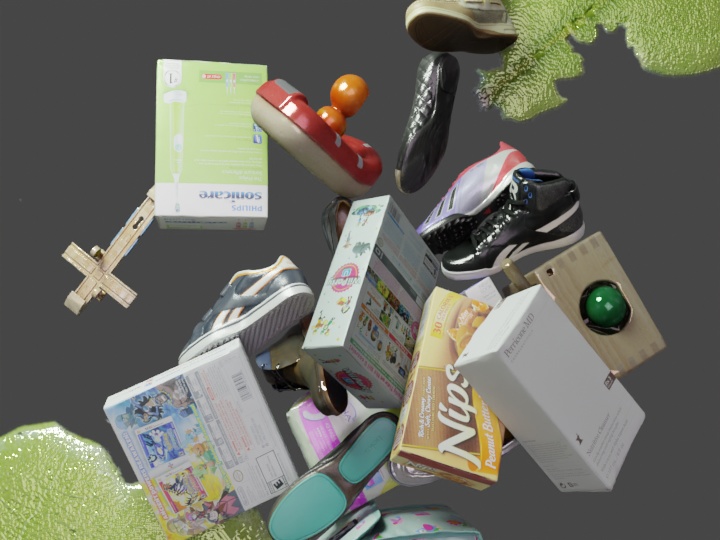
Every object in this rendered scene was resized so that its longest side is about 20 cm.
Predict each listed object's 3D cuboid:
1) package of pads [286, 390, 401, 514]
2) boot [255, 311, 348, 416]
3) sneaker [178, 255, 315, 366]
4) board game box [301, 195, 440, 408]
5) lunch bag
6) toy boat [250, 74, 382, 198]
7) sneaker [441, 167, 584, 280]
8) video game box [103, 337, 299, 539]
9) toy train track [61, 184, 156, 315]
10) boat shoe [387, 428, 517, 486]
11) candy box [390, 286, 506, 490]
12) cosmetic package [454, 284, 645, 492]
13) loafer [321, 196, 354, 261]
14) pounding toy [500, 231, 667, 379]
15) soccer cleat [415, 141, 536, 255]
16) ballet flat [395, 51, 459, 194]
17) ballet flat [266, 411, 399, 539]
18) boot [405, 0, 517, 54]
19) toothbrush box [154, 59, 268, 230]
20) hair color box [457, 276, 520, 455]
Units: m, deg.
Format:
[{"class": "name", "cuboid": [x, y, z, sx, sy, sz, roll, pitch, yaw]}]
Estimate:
[{"class": "package of pads", "cuboid": [0.017, 0.198, 0.998, 0.197, 0.068, 0.157, -26, 85, -6]}, {"class": "boot", "cuboid": [-0.075, 0.133, 0.953, 0.096, 0.201, 0.076, -29, 114, 3]}, {"class": "sneaker", "cuboid": [-0.154, 0.059, 1.005, 0.197, 0.079, 0.080, -32, 57, 4]}, {"class": "board game box", "cuboid": [0.021, 0.039, 0.926, 0.063, 0.148, 0.204, -6, 53, 34]}, {"class": "lunch bag", "cuboid": [0.033, 0.345, 0.925, 0.194, 0.170, 0.125, 1, 83, -5]}, {"class": "toy boat", "cuboid": [-0.036, -0.187, 0.984, 0.132, 0.199, 0.130, -50, 51, 3]}, {"class": "sneaker", "cuboid": [0.187, -0.070, 1.006, 0.196, 0.074, 0.114, -20, 122, 1]}, {"class": "video game box", "cuboid": [-0.193, 0.214, 0.967, 0.179, 0.047, 0.204, -23, 104, -8]}, {"class": "toy train track", "cuboid": [-0.323, -0.030, 1.031, 0.114, 0.033, 0.202, 36, 81, 3]}, {"class": "boat shoe", "cuboid": [0.125, 0.205, 0.935, 0.196, 0.070, 0.073, -19, 89, -7]}, {"class": "candy box", "cuboid": [0.113, 0.133, 0.895, 0.113, 0.056, 0.204, 17, 64, -3]}, {"class": "cosmetic package", "cuboid": [0.209, 0.131, 0.855, 0.201, 0.081, 0.113, 48, 57, -11]}, {"class": "loafer", "cuboid": [0.000, 0.000, 1.021, 0.072, 0.072, 0.204, -25, 85, -7]}, {"class": "pounding toy", "cuboid": [0.253, 0.052, 0.958, 0.140, 0.200, 0.187, -29, 84, -7]}, {"class": "soccer cleat", "cuboid": [0.142, -0.095, 1.052, 0.198, 0.068, 0.074, -36, 60, -2]}, {"class": "ballet flat", "cuboid": [0.089, -0.202, 1.072, 0.066, 0.056, 0.205, 21, 84, -35]}, {"class": "ballet flat", "cuboid": [-0.026, 0.246, 0.921, 0.199, 0.068, 0.068, -40, 88, -5]}, {"class": "boot", "cuboid": [0.122, -0.380, 1.046, 0.197, 0.071, 0.159, -6, 79, -40]}, {"class": "toothbrush box", "cuboid": [-0.194, -0.161, 1.021, 0.142, 0.086, 0.206, 0, 81, -10]}, {"class": "hair color box", "cuboid": [0.169, 0.125, 1.017, 0.108, 0.065, 0.203, -30, 83, -5]}]
